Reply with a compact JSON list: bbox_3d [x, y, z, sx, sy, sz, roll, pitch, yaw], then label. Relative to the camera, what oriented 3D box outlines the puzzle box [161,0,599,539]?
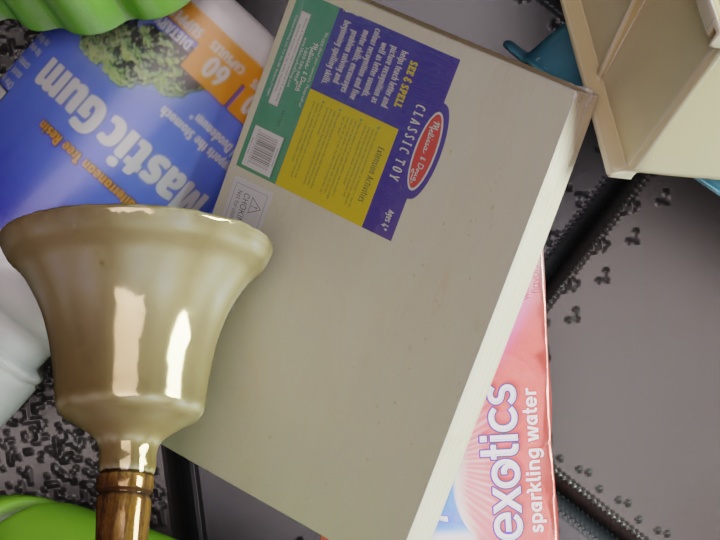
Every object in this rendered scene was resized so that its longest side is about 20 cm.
[{"bbox_3d":[0.000,0.000,0.802,0.133,0.025,0.201,27,102,27],"label":"puzzle box"}]

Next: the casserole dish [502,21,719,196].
[{"bbox_3d":[0.151,-0.052,0.857,0.200,0.121,0.039,36,98,2],"label":"casserole dish"}]

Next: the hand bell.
[{"bbox_3d":[-0.085,0.085,0.751,0.104,0.104,0.201,0,75,1],"label":"hand bell"}]

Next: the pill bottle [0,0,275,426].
[{"bbox_3d":[-0.118,-0.035,0.868,0.112,0.112,0.200,40,89,2],"label":"pill bottle"}]

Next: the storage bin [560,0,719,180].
[{"bbox_3d":[0.183,-0.131,0.809,0.199,0.094,0.199,3,55,-20],"label":"storage bin"}]

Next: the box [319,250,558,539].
[{"bbox_3d":[0.031,0.079,0.870,0.102,0.095,0.201,-2,88,3],"label":"box"}]

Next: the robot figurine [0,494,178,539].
[{"bbox_3d":[-0.111,0.158,0.833,0.199,0.175,0.116,14,70,34],"label":"robot figurine"}]

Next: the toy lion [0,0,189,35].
[{"bbox_3d":[-0.128,-0.160,0.844,0.200,0.069,0.192,-32,50,1],"label":"toy lion"}]
